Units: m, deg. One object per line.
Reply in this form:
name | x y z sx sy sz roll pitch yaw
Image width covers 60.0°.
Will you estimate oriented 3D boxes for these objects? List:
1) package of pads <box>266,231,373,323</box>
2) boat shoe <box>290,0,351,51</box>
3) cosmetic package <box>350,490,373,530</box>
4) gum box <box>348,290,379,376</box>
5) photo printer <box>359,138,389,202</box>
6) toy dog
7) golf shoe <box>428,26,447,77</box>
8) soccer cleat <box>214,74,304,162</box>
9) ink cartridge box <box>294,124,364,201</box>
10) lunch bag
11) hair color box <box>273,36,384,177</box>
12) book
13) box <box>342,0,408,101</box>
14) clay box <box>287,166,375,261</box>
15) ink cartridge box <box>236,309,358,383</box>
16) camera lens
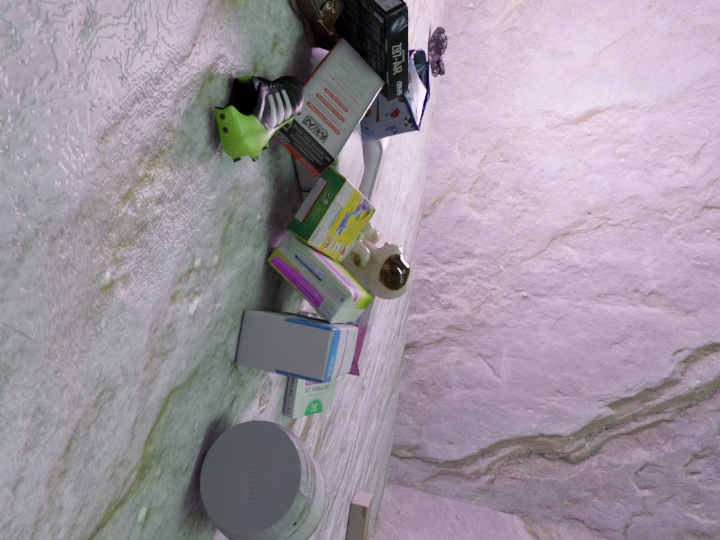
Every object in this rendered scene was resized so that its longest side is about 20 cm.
package of pads | -0.065 0.015 1.050 0.069 0.154 0.200 -48 169 4
boat shoe | -0.057 -0.403 0.941 0.200 0.068 0.073 39 62 -76
cosmetic package | -0.006 0.956 2.361 0.105 0.069 0.207 -34 133 -75
gum box | -0.032 0.120 1.398 0.067 0.110 0.204 82 21 -58
photo printer | 0.015 -0.236 1.349 0.168 0.067 0.204 -76 -178 -57
toy dog | 0.000 0.000 1.197 0.140 0.193 0.200 65 28 -67
golf shoe | 0.294 -0.857 2.415 0.203 0.075 0.096 89 -2 -49
soccer cleat | -0.122 -0.214 0.787 0.202 0.065 0.083 -67 151 -49
ink cartridge box | -0.052 -0.203 1.093 0.202 0.082 0.149 84 19 -55
lunch bag | 0.043 -0.344 1.206 0.204 0.165 0.125 -76 148 -41
hair color box | -0.047 -0.251 0.946 0.061 0.101 0.202 -29 -155 49
book | -0.094 0.185 1.260 0.132 0.047 0.207 5 94 -58
box | 0.007 -0.400 1.009 0.043 0.201 0.162 -29 149 -13
clay box | -0.040 -0.085 1.028 0.116 0.047 0.200 -57 163 1
ink cartridge box | -0.093 0.117 0.997 0.200 0.140 0.087 18 83 -79
camera lens | -0.136 0.317 0.908 0.201 0.155 0.164 78 24 -62
